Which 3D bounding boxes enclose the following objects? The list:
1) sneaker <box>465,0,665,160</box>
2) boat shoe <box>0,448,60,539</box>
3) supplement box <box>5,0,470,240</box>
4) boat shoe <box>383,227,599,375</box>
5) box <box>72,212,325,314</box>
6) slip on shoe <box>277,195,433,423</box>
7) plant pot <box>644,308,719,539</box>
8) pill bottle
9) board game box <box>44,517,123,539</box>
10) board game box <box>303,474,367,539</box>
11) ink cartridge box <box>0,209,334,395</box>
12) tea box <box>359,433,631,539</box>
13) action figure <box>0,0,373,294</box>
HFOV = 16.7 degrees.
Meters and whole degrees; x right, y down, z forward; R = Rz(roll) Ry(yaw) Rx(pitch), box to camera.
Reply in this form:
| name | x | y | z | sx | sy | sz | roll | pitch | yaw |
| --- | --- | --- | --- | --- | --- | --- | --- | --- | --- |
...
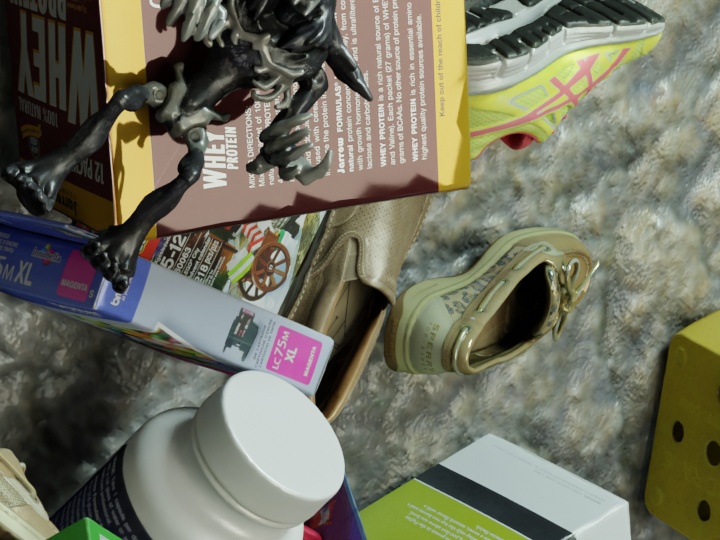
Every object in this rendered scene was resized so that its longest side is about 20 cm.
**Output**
| name | x | y | z | sx | sy | sz | roll | pitch | yaw |
| --- | --- | --- | --- | --- | --- | --- | --- | --- | --- |
| sneaker | 0.108 | -0.121 | 1.485 | 0.200 | 0.078 | 0.091 | -20 | 130 | -41 |
| boat shoe | -0.190 | 0.115 | 1.229 | 0.200 | 0.071 | 0.065 | 50 | 36 | -30 |
| supplement box | -0.065 | -0.134 | 1.241 | 0.199 | 0.133 | 0.198 | -11 | 107 | -26 |
| boat shoe | 0.094 | 0.026 | 1.522 | 0.200 | 0.063 | 0.074 | -27 | 125 | -48 |
| box | -0.063 | -0.084 | 1.370 | 0.136 | 0.038 | 0.201 | 26 | 89 | -45 |
| slip on shoe | 0.000 | 0.000 | 1.444 | 0.076 | 0.061 | 0.200 | 39 | 79 | -44 |
| plant pot | 0.313 | 0.121 | 1.696 | 0.176 | 0.200 | 0.201 | -1 | 108 | -30 |
| pill bottle | -0.101 | 0.144 | 1.313 | 0.111 | 0.111 | 0.200 | 12 | 134 | -44 |
| board game box | -0.166 | 0.211 | 1.237 | 0.200 | 0.040 | 0.153 | -30 | 137 | 21 |
| board game box | -0.065 | 0.180 | 1.375 | 0.039 | 0.200 | 0.158 | 33 | 108 | -26 |
| ink cartridge box | -0.123 | 0.015 | 1.295 | 0.200 | 0.119 | 0.042 | 28 | 79 | -44 |
| tea box | 0.067 | 0.247 | 1.552 | 0.196 | 0.133 | 0.201 | -29 | 124 | -30 |
| action figure | -0.063 | -0.083 | 1.119 | 0.200 | 0.102 | 0.119 | -47 | 107 | -10 |
